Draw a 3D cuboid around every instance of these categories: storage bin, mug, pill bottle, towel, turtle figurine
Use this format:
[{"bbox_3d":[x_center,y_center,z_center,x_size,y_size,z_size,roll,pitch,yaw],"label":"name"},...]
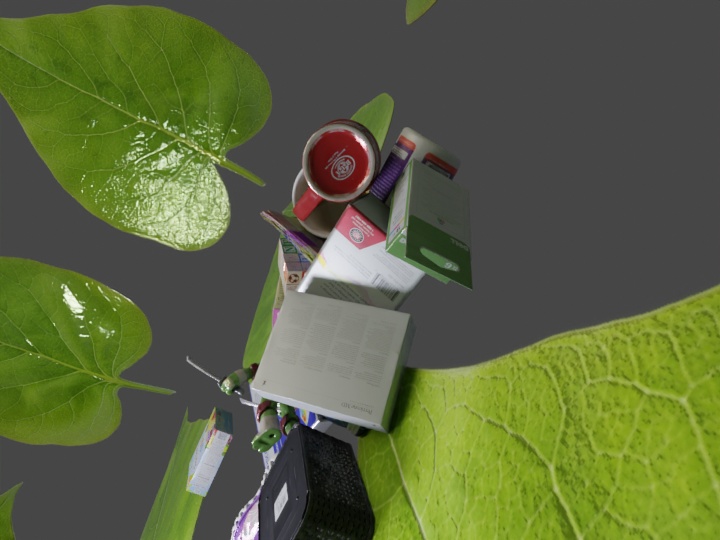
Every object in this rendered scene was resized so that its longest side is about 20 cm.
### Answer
[{"bbox_3d":[-0.067,0.316,0.726,0.137,0.092,0.200,-62,15,7],"label":"storage bin"},{"bbox_3d":[-0.033,-0.152,0.872,0.200,0.130,0.182,-91,14,-78],"label":"mug"},{"bbox_3d":[0.070,-0.118,0.899,0.203,0.110,0.112,-60,17,14],"label":"pill bottle"},{"bbox_3d":[-0.085,-0.051,1.001,0.199,0.142,0.023,39,106,38],"label":"towel"},{"bbox_3d":[-0.164,0.222,0.896,0.195,0.195,0.146,-115,13,-49],"label":"turtle figurine"},{"bbox_3d":[-0.024,-0.127,1.059,0.153,0.183,0.153,2,-72,-80],"label":"mug"}]

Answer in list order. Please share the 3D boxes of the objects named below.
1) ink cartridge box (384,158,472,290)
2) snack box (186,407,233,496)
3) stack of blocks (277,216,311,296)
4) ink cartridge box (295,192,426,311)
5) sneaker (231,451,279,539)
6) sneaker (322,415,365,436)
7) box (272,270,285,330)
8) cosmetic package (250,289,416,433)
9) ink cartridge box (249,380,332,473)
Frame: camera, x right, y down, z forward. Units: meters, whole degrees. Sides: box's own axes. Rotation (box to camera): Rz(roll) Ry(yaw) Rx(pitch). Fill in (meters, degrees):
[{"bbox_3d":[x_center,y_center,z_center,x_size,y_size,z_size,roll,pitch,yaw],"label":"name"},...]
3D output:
[{"bbox_3d":[0.093,-0.052,0.741,0.059,0.102,0.203,-49,23,41],"label":"ink cartridge box"},{"bbox_3d":[-0.457,0.547,1.667,0.204,0.067,0.168,-66,17,1],"label":"snack box"},{"bbox_3d":[-0.106,-0.033,1.089,0.202,0.112,0.060,-112,27,-52],"label":"stack of blocks"},{"bbox_3d":[0.003,0.011,0.831,0.201,0.145,0.083,-54,-7,31],"label":"ink cartridge box"},{"bbox_3d":[-0.144,0.399,0.884,0.204,0.079,0.088,-65,24,-3],"label":"sneaker"},{"bbox_3d":[-0.037,0.183,0.855,0.077,0.076,0.200,-65,14,0],"label":"sneaker"},{"bbox_3d":[-0.127,0.083,1.138,0.202,0.094,0.179,-89,7,-52],"label":"box"},{"bbox_3d":[-0.036,0.121,0.760,0.052,0.195,0.154,63,-138,-57],"label":"cosmetic package"},{"bbox_3d":[-0.131,0.240,1.008,0.201,0.046,0.200,-53,43,34],"label":"ink cartridge box"}]
